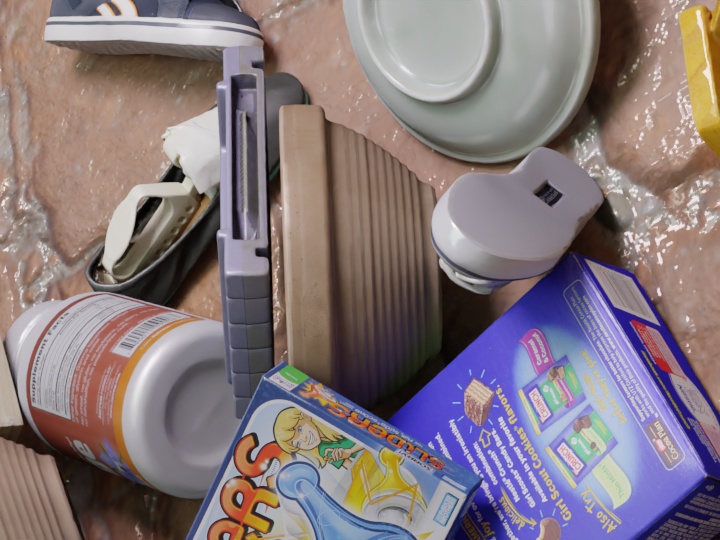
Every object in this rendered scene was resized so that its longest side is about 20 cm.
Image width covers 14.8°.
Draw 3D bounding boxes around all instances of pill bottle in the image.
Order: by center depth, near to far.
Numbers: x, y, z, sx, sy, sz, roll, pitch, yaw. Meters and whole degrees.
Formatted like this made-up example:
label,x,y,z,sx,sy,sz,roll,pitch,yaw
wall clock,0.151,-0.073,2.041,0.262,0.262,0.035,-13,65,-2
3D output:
label,x,y,z,sx,sy,sz,roll,pitch,yaw
pill bottle,-0.149,0.074,1.779,0.200,0.112,0.112,13,84,54

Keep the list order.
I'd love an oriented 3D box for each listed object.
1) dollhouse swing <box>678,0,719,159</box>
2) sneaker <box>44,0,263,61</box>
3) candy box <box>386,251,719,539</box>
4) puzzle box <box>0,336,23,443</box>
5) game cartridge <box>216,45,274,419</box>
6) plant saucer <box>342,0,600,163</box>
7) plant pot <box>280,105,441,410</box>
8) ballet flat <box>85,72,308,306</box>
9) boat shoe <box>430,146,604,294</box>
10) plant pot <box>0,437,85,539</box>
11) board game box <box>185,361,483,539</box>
label,x,y,z,sx,sy,sz,roll,pitch,yaw
dollhouse swing,0.282,-0.057,1.439,0.200,0.182,0.176,-18,44,34
sneaker,-0.141,-0.186,1.889,0.200,0.078,0.080,9,88,43
candy box,0.106,0.119,1.582,0.200,0.077,0.169,-42,54,21
puzzle box,-0.274,0.104,1.878,0.200,0.025,0.133,118,140,-49
game cartridge,-0.069,-0.023,1.671,0.200,0.038,0.130,-93,6,-46
plant saucer,0.053,-0.158,1.676,0.200,0.050,0.201,17,117,37
plant pot,0.000,0.000,1.660,0.092,0.201,0.201,-3,69,-1
ballet flat,-0.112,-0.052,1.827,0.200,0.068,0.068,-54,48,13
boat shoe,0.079,-0.017,1.583,0.071,0.200,0.070,39,113,6
plant pot,-0.219,0.177,1.733,0.093,0.201,0.201,-20,57,-7
board game box,-0.033,0.171,1.573,0.135,0.034,0.200,29,110,12
